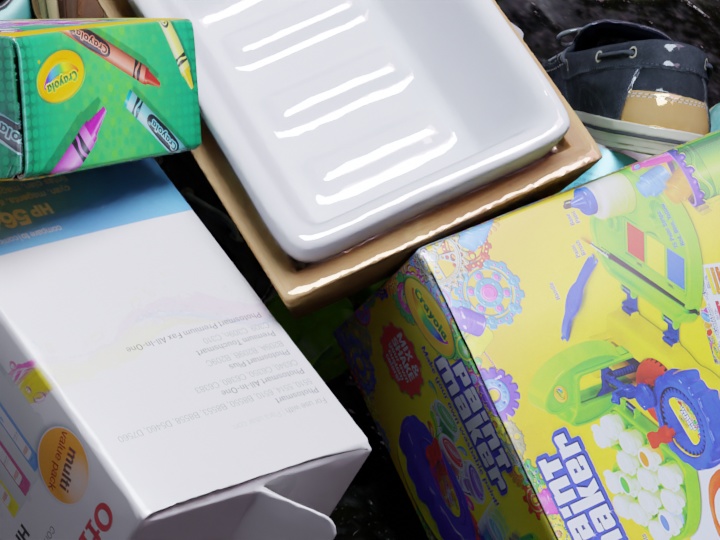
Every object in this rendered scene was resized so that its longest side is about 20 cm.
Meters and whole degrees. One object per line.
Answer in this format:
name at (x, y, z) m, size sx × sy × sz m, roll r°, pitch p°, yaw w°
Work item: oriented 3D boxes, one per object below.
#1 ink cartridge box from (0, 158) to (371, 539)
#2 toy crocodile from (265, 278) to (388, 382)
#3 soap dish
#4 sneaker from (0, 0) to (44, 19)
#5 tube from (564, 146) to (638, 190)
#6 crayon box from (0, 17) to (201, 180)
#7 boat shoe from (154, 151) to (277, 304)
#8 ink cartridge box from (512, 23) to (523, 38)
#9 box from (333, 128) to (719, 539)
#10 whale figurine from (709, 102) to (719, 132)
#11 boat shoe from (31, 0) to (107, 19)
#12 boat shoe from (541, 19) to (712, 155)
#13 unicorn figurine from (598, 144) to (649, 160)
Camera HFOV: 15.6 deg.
ink cartridge box at (-0.104, 0.072, 1.095) m, size 0.125 × 0.129 × 0.200 m, roll -13°, pitch 55°, yaw -42°
toy crocodile at (0.000, 0.000, 1.256) m, size 0.200 × 0.062 × 0.068 m, roll -38°, pitch 67°, yaw -14°
soap dish at (-0.012, -0.084, 1.164) m, size 0.157 × 0.081 × 0.201 m, roll -25°, pitch 62°, yaw -16°
sneaker at (-0.153, -0.129, 1.306) m, size 0.200 × 0.071 × 0.080 m, roll -26°, pitch 108°, yaw -47°
tube at (0.094, 0.039, 1.272) m, size 0.077 × 0.050 × 0.201 m, roll 20°, pitch 73°, yaw -7°
crayon box at (-0.181, -0.074, 1.112) m, size 0.199 × 0.059 × 0.119 m, roll 3°, pitch 10°, yaw 33°
boat shoe at (-0.121, -0.048, 1.200) m, size 0.199 × 0.073 × 0.063 m, roll 35°, pitch 11°, yaw 5°
ink cartridge box at (0.020, -0.147, 1.344) m, size 0.200 × 0.044 × 0.178 m, roll 26°, pitch 64°, yaw -56°
box at (0.126, 0.066, 1.172) m, size 0.192 × 0.122 × 0.201 m, roll -21°, pitch 80°, yaw -25°
whale figurine at (0.225, -0.015, 1.362) m, size 0.199 × 0.104 × 0.160 m, roll -25°, pitch 97°, yaw -25°
boat shoe at (-0.108, -0.090, 1.253) m, size 0.072 × 0.067 × 0.202 m, roll -10°, pitch 90°, yaw -45°
boat shoe at (0.134, -0.096, 1.350) m, size 0.074 × 0.063 × 0.200 m, roll 8°, pitch 6°, yaw -11°
unicorn figurine at (0.156, -0.048, 1.446) m, size 0.136 × 0.074 × 0.201 m, roll 3°, pitch 48°, yaw -25°
